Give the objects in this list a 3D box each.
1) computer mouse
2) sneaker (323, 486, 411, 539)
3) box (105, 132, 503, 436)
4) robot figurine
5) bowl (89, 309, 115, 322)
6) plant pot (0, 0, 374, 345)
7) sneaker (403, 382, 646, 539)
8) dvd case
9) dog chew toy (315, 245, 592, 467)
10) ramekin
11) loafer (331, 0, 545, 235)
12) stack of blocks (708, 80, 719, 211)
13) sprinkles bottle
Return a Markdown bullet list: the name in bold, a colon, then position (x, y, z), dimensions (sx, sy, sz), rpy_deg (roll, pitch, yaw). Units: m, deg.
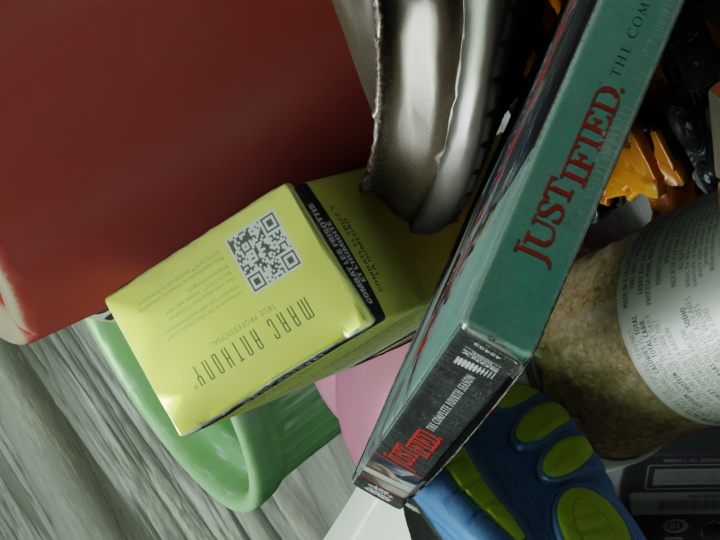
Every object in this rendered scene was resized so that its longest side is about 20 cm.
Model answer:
- **computer mouse**: position (0.118, 0.081, 0.900), dimensions (0.201, 0.137, 0.053), rpy_deg (97, 176, -52)
- **sneaker**: position (0.031, 0.113, 0.879), dimensions (0.085, 0.072, 0.201), rpy_deg (57, 146, 39)
- **box**: position (0.000, 0.000, 0.812), dimensions (0.050, 0.075, 0.200), rpy_deg (60, -157, 5)
- **robot figurine**: position (0.065, -0.104, 0.797), dimensions (0.201, 0.058, 0.145), rpy_deg (62, 162, -7)
- **bowl**: position (-0.048, -0.070, 0.977), dimensions (0.094, 0.201, 0.202), rpy_deg (14, 135, 42)
- **plant pot**: position (-0.078, -0.084, 0.808), dimensions (0.201, 0.177, 0.201), rpy_deg (48, 163, 20)
- **sneaker**: position (0.065, 0.119, 0.724), dimensions (0.083, 0.070, 0.200), rpy_deg (83, 165, -46)
- **dvd case**: position (0.045, -0.022, 0.654), dimensions (0.022, 0.147, 0.200), rpy_deg (24, 165, 1)
- **dog chew toy**: position (0.034, 0.026, 1.006), dimensions (0.200, 0.124, 0.125), rpy_deg (44, 159, 61)
- **ramekin**: position (-0.070, 0.012, 1.280), dimensions (0.200, 0.097, 0.200), rpy_deg (50, 161, 25)
- **loafer**: position (0.016, -0.102, 0.703), dimensions (0.071, 0.073, 0.201), rpy_deg (13, 126, 10)
- **stack of blocks**: position (0.184, 0.001, 0.556), dimensions (0.200, 0.115, 0.059), rpy_deg (42, 156, 40)
- **sprinkles bottle**: position (0.114, 0.007, 0.732), dimensions (0.200, 0.068, 0.069), rpy_deg (-26, 95, 53)
